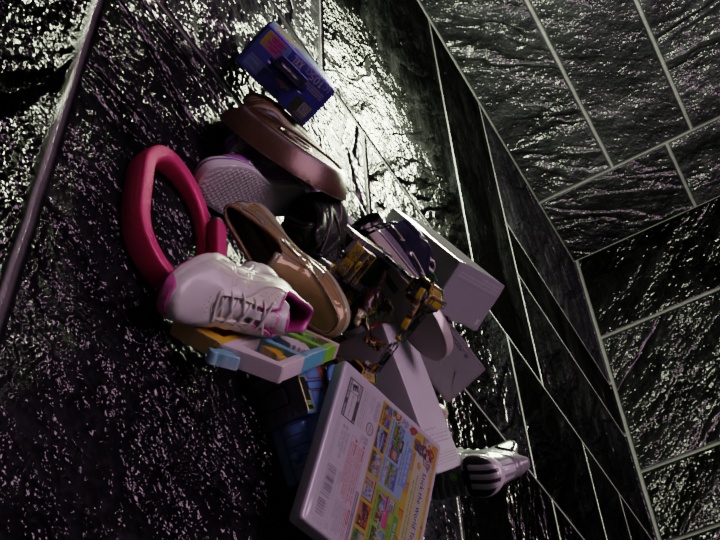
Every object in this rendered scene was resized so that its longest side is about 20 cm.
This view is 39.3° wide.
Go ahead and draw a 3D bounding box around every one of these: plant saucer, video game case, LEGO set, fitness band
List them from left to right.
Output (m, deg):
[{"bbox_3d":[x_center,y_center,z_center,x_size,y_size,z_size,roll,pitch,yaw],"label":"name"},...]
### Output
[{"bbox_3d":[-0.201,-0.049,1.098,0.144,0.037,0.201,49,23,-40],"label":"fitness band"},{"bbox_3d":[-0.094,-0.162,1.331,0.199,0.035,0.200,34,8,-5],"label":"plant saucer"},{"bbox_3d":[-0.007,0.045,1.220,0.154,0.200,0.116,52,11,31],"label":"LEGO set"},{"bbox_3d":[0.012,0.231,1.112,0.182,0.023,0.201,44,42,-28],"label":"video game case"}]

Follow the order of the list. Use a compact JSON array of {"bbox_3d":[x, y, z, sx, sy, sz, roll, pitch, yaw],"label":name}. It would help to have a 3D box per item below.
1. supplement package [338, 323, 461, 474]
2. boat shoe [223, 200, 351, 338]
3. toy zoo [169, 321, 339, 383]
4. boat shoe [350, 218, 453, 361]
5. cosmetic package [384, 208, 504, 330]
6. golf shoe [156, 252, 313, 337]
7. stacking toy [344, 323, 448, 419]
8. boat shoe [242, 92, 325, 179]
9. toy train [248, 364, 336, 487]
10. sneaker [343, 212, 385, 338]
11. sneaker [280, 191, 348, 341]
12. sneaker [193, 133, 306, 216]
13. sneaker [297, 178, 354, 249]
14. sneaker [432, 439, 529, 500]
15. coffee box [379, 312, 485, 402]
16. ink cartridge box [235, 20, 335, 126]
[{"bbox_3d":[0.033,0.184,1.321,0.117,0.116,0.202,10,58,-68],"label":"supplement package"},{"bbox_3d":[-0.093,0.000,1.165,0.200,0.072,0.076,45,9,14],"label":"boat shoe"},{"bbox_3d":[-0.114,0.075,1.072,0.130,0.021,0.200,23,10,17],"label":"toy zoo"},{"bbox_3d":[0.078,0.017,1.331,0.092,0.075,0.201,-25,78,-41],"label":"boat shoe"},{"bbox_3d":[0.108,-0.003,1.485,0.106,0.091,0.200,26,8,-39],"label":"cosmetic package"},{"bbox_3d":[-0.122,0.031,1.030,0.091,0.076,0.199,28,14,27],"label":"golf shoe"},{"bbox_3d":[0.043,0.151,1.460,0.201,0.085,0.085,57,20,-9],"label":"stacking toy"},{"bbox_3d":[-0.105,-0.191,1.482,0.200,0.075,0.074,46,21,-44],"label":"boat shoe"},{"bbox_3d":[-0.051,0.190,1.143,0.114,0.086,0.202,5,64,-59],"label":"toy train"},{"bbox_3d":[0.000,0.000,1.383,0.100,0.070,0.201,55,39,-26],"label":"sneaker"},{"bbox_3d":[-0.066,-0.005,1.312,0.114,0.075,0.202,7,85,-60],"label":"sneaker"},{"bbox_3d":[-0.163,-0.130,1.281,0.115,0.073,0.200,52,18,22],"label":"sneaker"},{"bbox_3d":[-0.049,-0.036,1.446,0.202,0.072,0.114,59,32,-14],"label":"sneaker"},{"bbox_3d":[0.158,0.274,1.406,0.115,0.199,0.076,-10,93,-35],"label":"sneaker"},{"bbox_3d":[0.089,0.095,1.524,0.113,0.080,0.200,51,-2,-33],"label":"coffee box"},{"bbox_3d":[-0.108,-0.291,1.477,0.136,0.076,0.200,43,11,-14],"label":"ink cartridge box"}]
